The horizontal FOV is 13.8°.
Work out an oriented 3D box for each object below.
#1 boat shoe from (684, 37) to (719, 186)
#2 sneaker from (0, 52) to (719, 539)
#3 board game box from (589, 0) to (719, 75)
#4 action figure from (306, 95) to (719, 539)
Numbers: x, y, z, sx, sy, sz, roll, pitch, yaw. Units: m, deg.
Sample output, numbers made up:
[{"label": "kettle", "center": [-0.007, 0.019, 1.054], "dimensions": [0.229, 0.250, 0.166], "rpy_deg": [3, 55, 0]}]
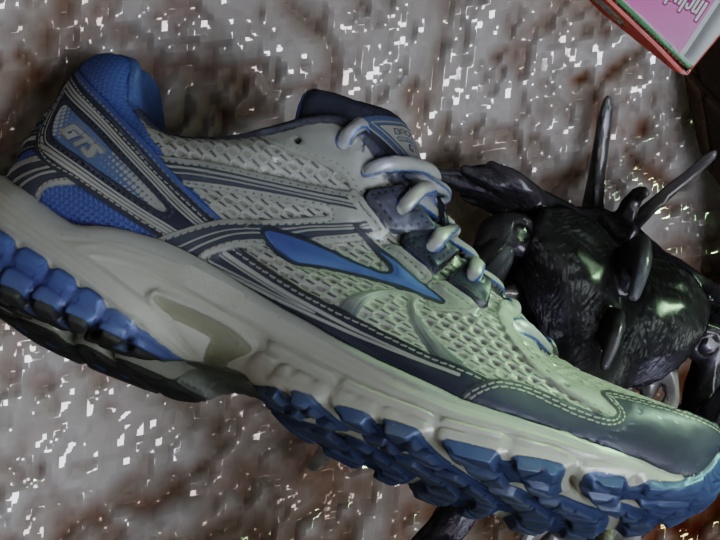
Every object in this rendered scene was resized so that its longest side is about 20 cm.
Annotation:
[{"label": "boat shoe", "center": [0.151, -0.004, 0.883], "dimensions": [0.075, 0.075, 0.203], "rpy_deg": [-26, 122, -30]}, {"label": "sneaker", "center": [0.000, 0.000, 0.721], "dimensions": [0.077, 0.200, 0.085], "rpy_deg": [63, 50, -73]}, {"label": "board game box", "center": [0.092, -0.163, 0.683], "dimensions": [0.200, 0.040, 0.153], "rpy_deg": [-50, 137, 4]}, {"label": "action figure", "center": [0.044, 0.049, 0.815], "dimensions": [0.119, 0.102, 0.200], "rpy_deg": [31, 52, -15]}]
